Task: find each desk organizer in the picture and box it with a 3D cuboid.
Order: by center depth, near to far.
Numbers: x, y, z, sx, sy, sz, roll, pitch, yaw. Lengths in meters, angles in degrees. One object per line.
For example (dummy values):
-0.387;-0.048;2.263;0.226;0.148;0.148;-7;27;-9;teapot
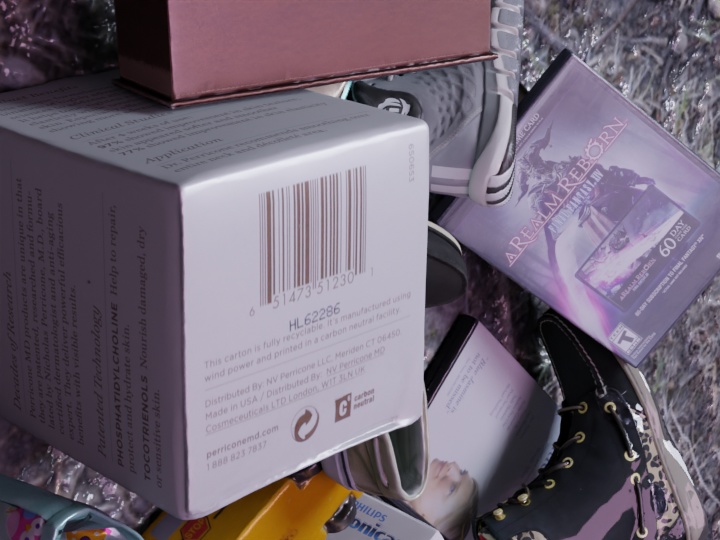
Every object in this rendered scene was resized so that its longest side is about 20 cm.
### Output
-0.028;-0.142;0.883;0.200;0.072;0.077;-12;112;-30;desk organizer

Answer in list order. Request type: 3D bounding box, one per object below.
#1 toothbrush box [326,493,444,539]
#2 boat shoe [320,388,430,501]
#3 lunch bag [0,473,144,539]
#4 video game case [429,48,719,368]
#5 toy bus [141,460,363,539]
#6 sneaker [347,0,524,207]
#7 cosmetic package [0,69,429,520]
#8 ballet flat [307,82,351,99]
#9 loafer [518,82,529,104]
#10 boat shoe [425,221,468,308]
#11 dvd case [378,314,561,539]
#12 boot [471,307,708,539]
-0.009;0.276;1.139;0.200;0.085;0.147;-49;135;-20;toothbrush box
0.009;0.044;0.969;0.072;0.062;0.200;-39;133;-42;boat shoe
-0.187;0.182;0.853;0.122;0.170;0.200;-37;129;-41;lunch bag
0.164;-0.037;1.134;0.200;0.019;0.143;34;101;-27;video game case
-0.067;0.152;1.036;0.200;0.078;0.065;-48;134;-23;toy bus
0.043;-0.128;1.051;0.075;0.115;0.200;88;7;-50;sneaker
-0.091;-0.003;0.861;0.167;0.200;0.167;-19;117;-41;cosmetic package
-0.025;-0.140;0.990;0.069;0.069;0.200;45;70;-45;ballet flat
0.124;-0.067;1.159;0.073;0.071;0.200;-55;136;-16;loafer
-0.002;0.002;1.045;0.201;0.063;0.074;11;126;-46;boat shoe
0.091;0.140;1.243;0.143;0.018;0.200;-59;137;-13;dvd case
0.143;0.137;1.205;0.153;0.073;0.204;-26;85;-18;boot
